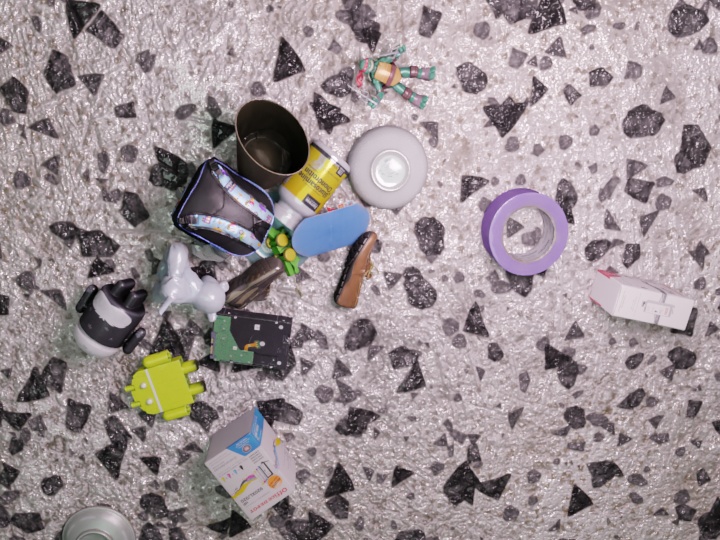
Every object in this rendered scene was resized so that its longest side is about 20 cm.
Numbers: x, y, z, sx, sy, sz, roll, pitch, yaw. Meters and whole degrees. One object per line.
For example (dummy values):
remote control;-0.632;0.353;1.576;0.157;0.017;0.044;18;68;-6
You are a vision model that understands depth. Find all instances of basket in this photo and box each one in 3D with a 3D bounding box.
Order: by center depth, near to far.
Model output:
basket;-0.210;-0.263;1.457;0.181;0.200;0.136;46;71;-6

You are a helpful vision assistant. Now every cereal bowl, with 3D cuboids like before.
cereal bowl;0.067;-0.240;1.557;0.196;0.083;0.204;-1;106;-3

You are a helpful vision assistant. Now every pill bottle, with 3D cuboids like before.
pill bottle;-0.122;-0.194;1.532;0.111;0.112;0.201;37;94;-12

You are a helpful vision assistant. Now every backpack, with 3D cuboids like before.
backpack;-0.304;-0.132;1.487;0.198;0.134;0.185;30;79;-24

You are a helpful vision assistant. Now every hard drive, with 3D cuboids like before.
hard drive;-0.275;0.172;1.651;0.196;0.038;0.142;7;114;-6

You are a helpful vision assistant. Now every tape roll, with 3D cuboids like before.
tape roll;0.402;-0.097;1.616;0.196;0.085;0.204;-1;104;-3

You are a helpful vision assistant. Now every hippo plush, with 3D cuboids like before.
hippo plush;-0.393;0.027;1.555;0.158;0.199;0.162;16;91;-26

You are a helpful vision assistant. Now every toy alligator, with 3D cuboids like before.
toy alligator;-0.172;-0.034;1.586;0.054;0.059;0.202;-38;108;-36

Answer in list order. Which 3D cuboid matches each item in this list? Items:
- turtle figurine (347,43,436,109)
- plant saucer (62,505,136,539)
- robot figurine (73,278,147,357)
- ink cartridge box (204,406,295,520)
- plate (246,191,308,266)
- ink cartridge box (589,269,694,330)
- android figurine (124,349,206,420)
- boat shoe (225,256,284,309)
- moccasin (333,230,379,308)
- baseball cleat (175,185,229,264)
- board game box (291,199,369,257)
turtle figurine;0.069;-0.445;1.496;0.196;0.101;0.152;11;119;-22
plant saucer;-0.712;0.737;1.774;0.196;0.050;0.204;-1;105;-3
robot figurine;-0.601;0.114;1.584;0.201;0.150;0.124;-51;139;9
ink cartridge box;-0.278;0.496;1.691;0.146;0.145;0.202;-33;105;4
plate;-0.204;-0.090;1.607;0.196;0.026;0.204;-1;105;-5
ink cartridge box;0.702;0.072;1.647;0.196;0.147;0.084;11;104;-8
android figurine;-0.501;0.296;1.679;0.196;0.041;0.185;-14;105;-2
boat shoe;-0.253;0.033;1.602;0.198;0.075;0.073;-27;127;29
moccasin;0.000;0.000;1.620;0.076;0.074;0.205;16;100;-17
baseball cleat;-0.389;-0.100;1.569;0.106;0.070;0.201;-39;101;10
board game box;-0.075;-0.107;1.567;0.196;0.039;0.159;-17;150;-12
